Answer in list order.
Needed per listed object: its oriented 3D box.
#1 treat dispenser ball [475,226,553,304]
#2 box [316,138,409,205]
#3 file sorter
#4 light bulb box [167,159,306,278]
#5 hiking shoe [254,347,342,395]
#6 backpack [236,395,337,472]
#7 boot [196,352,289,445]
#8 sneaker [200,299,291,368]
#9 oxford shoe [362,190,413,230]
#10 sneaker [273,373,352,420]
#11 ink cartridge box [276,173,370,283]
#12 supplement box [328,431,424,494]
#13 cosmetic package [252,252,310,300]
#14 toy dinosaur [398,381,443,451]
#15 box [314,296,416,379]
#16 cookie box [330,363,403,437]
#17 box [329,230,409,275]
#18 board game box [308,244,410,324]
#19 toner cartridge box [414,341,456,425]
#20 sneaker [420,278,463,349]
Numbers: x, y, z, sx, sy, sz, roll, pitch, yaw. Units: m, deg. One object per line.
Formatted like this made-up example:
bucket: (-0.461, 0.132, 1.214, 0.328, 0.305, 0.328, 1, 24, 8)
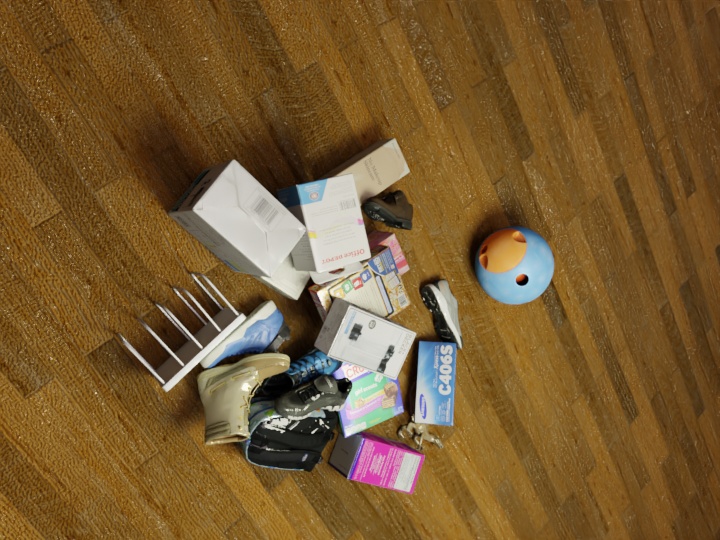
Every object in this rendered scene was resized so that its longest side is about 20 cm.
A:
treat dispenser ball: (0.398, -0.014, 1.542, 0.199, 0.200, 0.203, -3, 96, -29)
box: (0.007, -0.217, 1.369, 0.200, 0.078, 0.095, -38, 111, -22)
file sorter: (-0.352, 0.110, 1.161, 0.200, 0.138, 0.125, -44, 110, -19)
light bulb box: (-0.246, -0.097, 1.165, 0.198, 0.199, 0.125, 44, 72, -25)
hiking shoe: (-0.127, 0.227, 1.289, 0.198, 0.087, 0.075, -20, 104, 1)
backpack: (-0.175, 0.350, 1.282, 0.199, 0.153, 0.164, 7, 113, -50)
boot: (-0.228, 0.259, 1.200, 0.198, 0.156, 0.073, -15, 148, -1)
sneaker: (-0.235, 0.166, 1.265, 0.200, 0.077, 0.112, -41, 104, -27)
oxford shoe: (0.065, -0.152, 1.386, 0.200, 0.072, 0.085, 11, 89, -63)
sneaker: (-0.093, 0.258, 1.251, 0.199, 0.067, 0.091, 3, 130, -46)
ink cartridge box: (-0.075, -0.083, 1.221, 0.128, 0.125, 0.202, -15, 99, -26)
supplement box: (0.041, 0.459, 1.438, 0.199, 0.101, 0.104, 26, 81, -30)
cosmetic package: (-0.141, -0.049, 1.303, 0.103, 0.073, 0.201, 35, 77, -26)
toy dinosaur: (0.142, 0.391, 1.528, 0.101, 0.058, 0.201, -39, 109, -39)
box: (0.014, 0.146, 1.261, 0.199, 0.060, 0.117, 27, 88, -36)
cookie box: (0.002, 0.265, 1.412, 0.170, 0.075, 0.202, -17, 102, -26)
box: (0.000, 0.000, 1.374, 0.199, 0.094, 0.103, -33, 111, -23)
board game box: (0.002, 0.057, 1.300, 0.199, 0.046, 0.153, -31, 113, -23)
toner cartridge box: (0.189, 0.281, 1.485, 0.094, 0.043, 0.202, 1, 75, 12)
sneaker: (0.229, 0.115, 1.533, 0.079, 0.074, 0.201, -32, 109, -29)
